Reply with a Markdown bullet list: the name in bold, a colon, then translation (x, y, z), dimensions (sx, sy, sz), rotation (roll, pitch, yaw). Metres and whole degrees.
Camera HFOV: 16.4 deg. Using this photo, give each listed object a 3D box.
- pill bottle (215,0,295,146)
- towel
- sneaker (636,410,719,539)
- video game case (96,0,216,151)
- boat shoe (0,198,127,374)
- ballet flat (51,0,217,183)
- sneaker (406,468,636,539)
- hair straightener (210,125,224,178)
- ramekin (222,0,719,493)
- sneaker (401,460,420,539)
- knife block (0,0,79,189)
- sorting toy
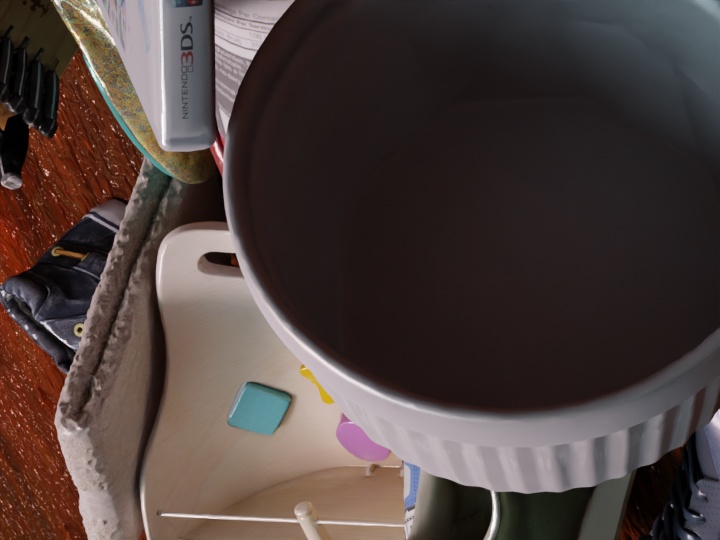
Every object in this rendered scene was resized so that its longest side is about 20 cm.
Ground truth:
- **pill bottle**: translation (-0.015, -0.119, 0.952), dimensions (0.111, 0.111, 0.201), rotation (35, 152, 34)
- **towel**: translation (-0.110, 0.033, 1.270), dimensions (0.034, 0.201, 0.133), rotation (10, 146, 12)
- **sneaker**: translation (0.118, 0.113, 1.007), dimensions (0.145, 0.077, 0.203), rotation (-10, 127, 16)
- **video game case**: translation (-0.079, -0.163, 0.879), dimensions (0.200, 0.024, 0.183), rotation (-120, 28, -61)
- **boat shoe**: translation (-0.116, 0.036, 1.401), dimensions (0.200, 0.091, 0.071), rotation (30, 150, 41)
- **ballet flat**: translation (-0.111, -0.130, 1.191), dimensions (0.200, 0.071, 0.071), rotation (57, 157, -18)
- **sneaker**: translation (0.061, 0.044, 0.953), dimensions (0.067, 0.089, 0.201), rotation (35, 117, 59)
- **hair straightener**: translation (-0.052, -0.089, 1.119), dimensions (0.077, 0.041, 0.201), rotation (-13, 101, 34)
- **ramekin**: translation (0.059, -0.018, 0.867), dimensions (0.200, 0.200, 0.105), rotation (41, 166, 23)
- **sneaker**: translation (0.057, 0.120, 1.103), dimensions (0.077, 0.075, 0.201), rotation (-77, -22, -78)
- **knife block**: translation (-0.211, -0.088, 1.276), dimensions (0.064, 0.176, 0.200), rotation (38, 164, -25)
- **sorting toy**: translation (-0.019, 0.055, 1.208), dimensions (0.199, 0.107, 0.181), rotation (-1, 122, 31)
